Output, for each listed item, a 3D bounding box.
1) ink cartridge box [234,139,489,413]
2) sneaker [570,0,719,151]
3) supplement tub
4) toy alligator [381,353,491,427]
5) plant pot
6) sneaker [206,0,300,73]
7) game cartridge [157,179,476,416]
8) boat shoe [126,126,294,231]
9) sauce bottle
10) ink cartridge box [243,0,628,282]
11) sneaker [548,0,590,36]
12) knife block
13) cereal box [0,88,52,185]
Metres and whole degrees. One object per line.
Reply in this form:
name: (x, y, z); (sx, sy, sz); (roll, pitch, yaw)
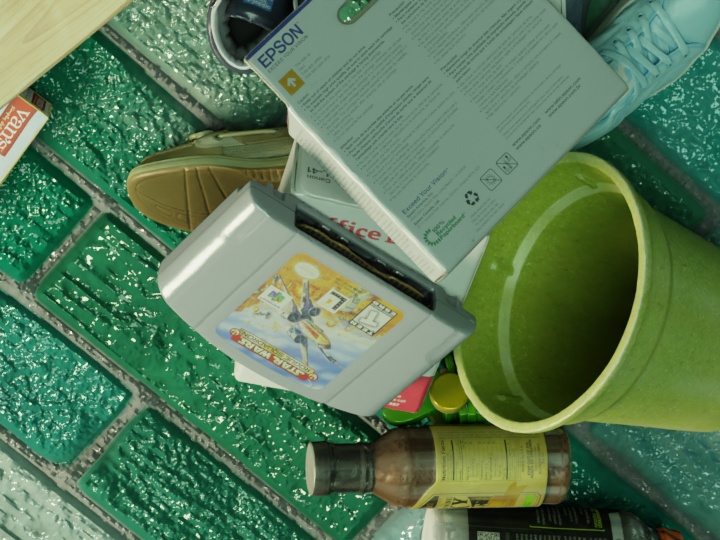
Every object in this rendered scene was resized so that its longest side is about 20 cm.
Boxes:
ink cartridge box: (0.000, 0.000, 1.717); (0.146, 0.086, 0.201); (12, 133, -9)
sneaker: (0.187, -0.139, 1.710); (0.200, 0.082, 0.074); (-40, 108, 13)
supplement tub: (0.146, 0.242, 1.833); (0.198, 0.123, 0.124); (4, 111, -2)
toy alligator: (0.113, 0.085, 1.812); (0.198, 0.059, 0.055); (-5, 71, 0)
plant pot: (0.198, 0.036, 1.717); (0.183, 0.201, 0.201); (17, 112, -36)
sneaker: (-0.059, -0.232, 1.655); (0.069, 0.109, 0.201); (16, 110, -8)
game cartridge: (-0.035, 0.026, 1.662); (0.199, 0.042, 0.133); (31, 125, -23)
boat shoe: (-0.071, -0.077, 1.747); (0.199, 0.063, 0.074); (-7, 136, 8)
sauce bottle: (0.058, 0.148, 1.799); (0.198, 0.065, 0.065); (0, 111, -10)
ink cartridge box: (0.050, -0.129, 1.624); (0.200, 0.043, 0.196); (46, 71, 0)
sneaker: (0.198, -0.248, 1.672); (0.145, 0.077, 0.204); (4, 110, 0)
knife block: (-0.185, -0.200, 1.671); (0.174, 0.064, 0.202); (5, 101, -9)
cereal box: (-0.344, -0.119, 1.728); (0.199, 0.040, 0.144); (37, 104, -14)
